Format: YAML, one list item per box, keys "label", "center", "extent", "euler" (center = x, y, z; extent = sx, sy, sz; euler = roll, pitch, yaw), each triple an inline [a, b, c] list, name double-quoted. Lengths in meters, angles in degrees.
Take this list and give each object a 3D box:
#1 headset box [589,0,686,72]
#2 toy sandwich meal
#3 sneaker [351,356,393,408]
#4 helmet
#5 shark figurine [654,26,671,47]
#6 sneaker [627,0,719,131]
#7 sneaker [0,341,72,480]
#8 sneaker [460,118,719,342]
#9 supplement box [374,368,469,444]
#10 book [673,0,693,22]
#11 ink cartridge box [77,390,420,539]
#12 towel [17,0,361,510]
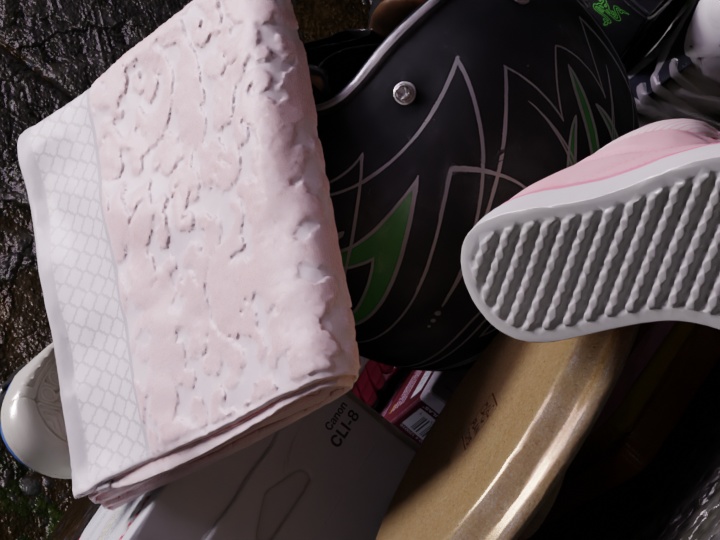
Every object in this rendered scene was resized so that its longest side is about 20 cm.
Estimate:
- label: "headset box"
  center: [0.090, -0.181, 1.108]
  extent: [0.093, 0.174, 0.200]
  euler: [-47, -4, -16]
- label: "toy sandwich meal"
  center: [0.079, 0.077, 0.902]
  extent: [0.205, 0.070, 0.205]
  euler: [-55, 8, 11]
- label: "sneaker"
  center: [0.000, 0.000, 1.148]
  extent: [0.081, 0.075, 0.200]
  euler: [0, 55, 57]
- label: "helmet"
  center: [0.036, -0.051, 1.013]
  extent: [0.190, 0.200, 0.200]
  euler: [15, 61, 41]
- label: "shark figurine"
  center: [0.162, -0.128, 1.290]
  extent: [0.215, 0.089, 0.128]
  euler: [-59, 11, -31]
- label: "sneaker"
  center: [0.160, -0.075, 1.058]
  extent: [0.130, 0.079, 0.199]
  euler: [-55, 7, -4]
- label: "sneaker"
  center: [-0.149, 0.077, 1.120]
  extent: [0.111, 0.077, 0.200]
  euler: [-39, 4, 26]
- label: "sneaker"
  center: [0.141, -0.021, 0.787]
  extent: [0.200, 0.076, 0.105]
  euler: [-4, 18, 43]
- label: "supplement box"
  center: [0.035, 0.083, 1.166]
  extent: [0.109, 0.061, 0.200]
  euler: [-56, 8, -36]
- label: "book"
  center: [0.194, -0.179, 1.131]
  extent: [0.048, 0.134, 0.200]
  euler: [-50, 5, -14]
- label: "ink cartridge box"
  center: [-0.059, 0.153, 1.085]
  extent: [0.145, 0.145, 0.200]
  euler: [-56, 7, -29]
- label: "towel"
  center: [-0.082, -0.013, 0.970]
  extent: [0.191, 0.032, 0.201]
  euler: [-29, 64, 41]
